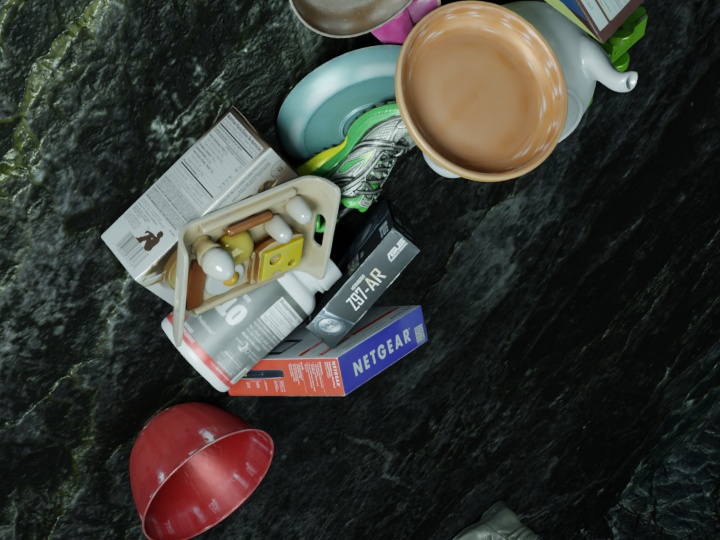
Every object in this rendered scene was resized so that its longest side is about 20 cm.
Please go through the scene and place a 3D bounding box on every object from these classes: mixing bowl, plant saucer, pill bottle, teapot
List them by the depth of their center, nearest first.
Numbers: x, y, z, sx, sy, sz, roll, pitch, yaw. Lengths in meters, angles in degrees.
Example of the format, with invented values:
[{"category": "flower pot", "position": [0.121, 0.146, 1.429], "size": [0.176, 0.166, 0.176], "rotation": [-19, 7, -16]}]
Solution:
[{"category": "plant saucer", "position": [0.001, -0.329, 1.369], "size": [0.199, 0.032, 0.201], "rotation": [-25, 138, -25]}, {"category": "plant saucer", "position": [0.127, -0.190, 1.478], "size": [0.200, 0.201, 0.037], "rotation": [-31, 180, -21]}, {"category": "plant saucer", "position": [0.005, -0.172, 1.536], "size": [0.199, 0.028, 0.201], "rotation": [-16, 149, -10]}, {"category": "teapot", "position": [0.187, -0.202, 1.596], "size": [0.196, 0.147, 0.200], "rotation": [1, 145, -16]}, {"category": "pill bottle", "position": [-0.126, 0.037, 1.618], "size": [0.200, 0.114, 0.114], "rotation": [-43, 151, -3]}, {"category": "mixing bowl", "position": [-0.223, 0.244, 1.770], "size": [0.200, 0.108, 0.201], "rotation": [-31, 148, -22]}]

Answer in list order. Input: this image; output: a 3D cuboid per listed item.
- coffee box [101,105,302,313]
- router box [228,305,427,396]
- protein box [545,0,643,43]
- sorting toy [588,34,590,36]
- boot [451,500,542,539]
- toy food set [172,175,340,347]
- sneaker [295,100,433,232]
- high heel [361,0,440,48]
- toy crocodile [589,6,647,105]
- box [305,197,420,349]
[{"category": "coffee box", "position": [-0.163, -0.063, 1.476], "size": [0.200, 0.080, 0.113], "rotation": [-44, 150, 1]}, {"category": "router box", "position": [-0.043, 0.099, 1.707], "size": [0.200, 0.179, 0.049], "rotation": [-28, 110, -52]}, {"category": "protein box", "position": [0.237, -0.390, 1.426], "size": [0.200, 0.199, 0.135], "rotation": [-46, 144, 4]}, {"category": "sorting toy", "position": [0.219, -0.242, 1.782], "size": [0.200, 0.036, 0.186], "rotation": [-3, 131, -56]}, {"category": "boot", "position": [0.265, 0.574, 2.791], "size": [0.200, 0.131, 0.068], "rotation": [-40, 150, -8]}, {"category": "toy food set", "position": [-0.113, -0.007, 1.466], "size": [0.199, 0.060, 0.144], "rotation": [-24, 145, -30]}, {"category": "sneaker", "position": [0.011, -0.113, 1.524], "size": [0.200, 0.086, 0.078], "rotation": [-38, 145, 24]}, {"category": "high heel", "position": [0.043, -0.241, 1.532], "size": [0.095, 0.068, 0.200], "rotation": [-22, 153, -11]}, {"category": "toy crocodile", "position": [0.298, -0.272, 1.759], "size": [0.200, 0.062, 0.068], "rotation": [-44, 155, -18]}, {"category": "box", "position": [0.000, 0.000, 1.684], "size": [0.160, 0.043, 0.200], "rotation": [-49, -170, 9]}]
